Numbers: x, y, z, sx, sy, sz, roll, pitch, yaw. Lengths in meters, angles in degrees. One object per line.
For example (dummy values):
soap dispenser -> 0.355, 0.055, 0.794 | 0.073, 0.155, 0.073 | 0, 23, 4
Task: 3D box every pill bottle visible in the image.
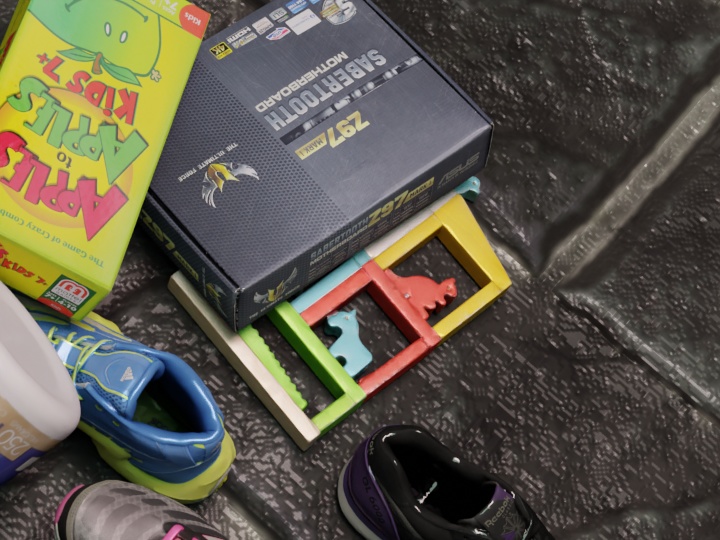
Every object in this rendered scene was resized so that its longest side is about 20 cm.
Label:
pill bottle -> -0.255, 0.092, 1.113 | 0.200, 0.116, 0.116 | -37, 80, 4

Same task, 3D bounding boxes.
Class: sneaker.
sneaker -> -0.074, 0.173, 1.129 | 0.200, 0.087, 0.074 | 39, 64, 4
sneaker -> 0.077, 0.163, 1.212 | 0.200, 0.088, 0.076 | 35, 65, 2
sneaker -> -0.151, 0.049, 1.193 | 0.200, 0.105, 0.076 | 32, 65, 0

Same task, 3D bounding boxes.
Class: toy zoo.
toy zoo -> 0.000, 0.000, 1.295 | 0.200, 0.020, 0.131 | -36, 80, -23

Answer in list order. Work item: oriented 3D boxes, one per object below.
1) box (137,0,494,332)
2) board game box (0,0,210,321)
box -> -0.044, -0.077, 1.281 | 0.200, 0.051, 0.158 | -33, 66, -22
board game box -> -0.162, -0.083, 1.195 | 0.101, 0.048, 0.201 | 28, 54, -18
